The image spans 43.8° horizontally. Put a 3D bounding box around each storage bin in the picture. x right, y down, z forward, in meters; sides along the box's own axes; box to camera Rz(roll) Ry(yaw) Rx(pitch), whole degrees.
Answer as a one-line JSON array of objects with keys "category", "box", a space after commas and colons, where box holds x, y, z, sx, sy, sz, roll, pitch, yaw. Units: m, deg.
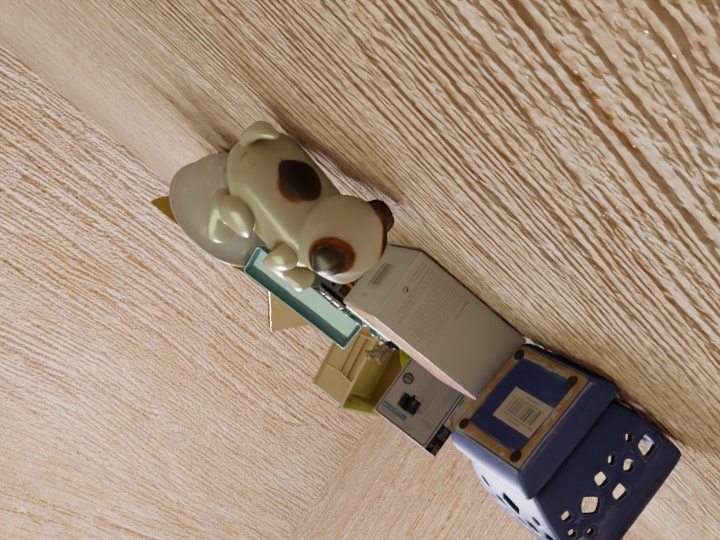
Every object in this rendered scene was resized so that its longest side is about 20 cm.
[{"category": "storage bin", "box": [0.036, 0.173, 1.727, 0.093, 0.200, 0.200, 31, -176, 39]}]

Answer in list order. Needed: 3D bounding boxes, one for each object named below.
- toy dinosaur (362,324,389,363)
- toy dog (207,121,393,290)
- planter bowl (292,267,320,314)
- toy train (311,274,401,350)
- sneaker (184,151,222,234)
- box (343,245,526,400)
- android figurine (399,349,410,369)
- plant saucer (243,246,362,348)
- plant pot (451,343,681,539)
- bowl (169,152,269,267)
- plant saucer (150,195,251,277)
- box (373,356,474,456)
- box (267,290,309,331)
[{"category": "toy dinosaur", "box": [0.069, 0.096, 1.539, 0.200, 0.135, 0.086, -5, 102, 70]}, {"category": "toy dog", "box": [-0.055, -0.068, 1.025, 0.200, 0.139, 0.195, 36, 137, 23]}, {"category": "planter bowl", "box": [-0.067, 0.026, 1.450, 0.200, 0.084, 0.201, 36, -168, -9]}, {"category": "toy train", "box": [0.022, 0.030, 1.325, 0.200, 0.114, 0.085, 39, 174, -16]}, {"category": "sneaker", "box": [-0.231, -0.119, 1.491, 0.078, 0.201, 0.070, 27, 134, -14]}, {"category": "box", "box": [0.098, 0.069, 1.225, 0.200, 0.107, 0.152, 39, 173, -15]}, {"category": "android figurine", "box": [0.114, 0.207, 1.628, 0.200, 0.041, 0.183, 64, -167, -52]}, {"category": "plant saucer", "box": [-0.087, 0.039, 1.369, 0.200, 0.019, 0.070, 37, 136, -1]}, {"category": "plant pot", "box": [0.245, 0.219, 1.129, 0.180, 0.200, 0.200, 47, 170, -28]}, {"category": "bowl", "box": [-0.192, -0.113, 1.401, 0.200, 0.090, 0.202, 26, -137, -26]}, {"category": "plant saucer", "box": [-0.246, -0.060, 1.585, 0.200, 0.049, 0.200, 36, 180, 31]}, {"category": "box", "box": [0.127, 0.180, 1.437, 0.116, 0.200, 0.060, 35, 173, 31]}, {"category": "box", "box": [-0.089, 0.041, 1.625, 0.200, 0.162, 0.021, 98, 159, -57]}]
